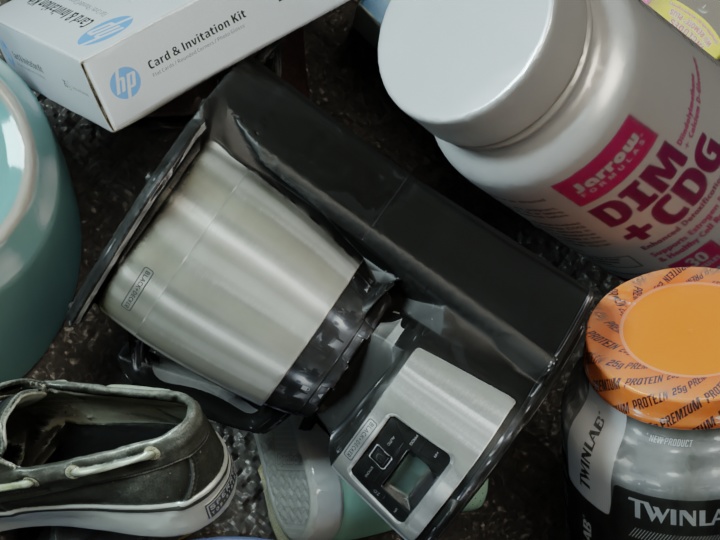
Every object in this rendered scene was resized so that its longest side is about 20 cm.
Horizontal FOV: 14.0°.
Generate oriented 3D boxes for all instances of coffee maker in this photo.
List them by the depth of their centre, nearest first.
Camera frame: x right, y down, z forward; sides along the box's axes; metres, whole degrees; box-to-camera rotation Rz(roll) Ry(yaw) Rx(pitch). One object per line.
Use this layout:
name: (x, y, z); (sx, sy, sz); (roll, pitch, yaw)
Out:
coffee maker: (0.000, 0.000, 1.324); (0.200, 0.135, 0.192); (35, 63, -2)

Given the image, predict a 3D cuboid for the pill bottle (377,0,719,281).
pill bottle: (0.102, -0.074, 1.357); (0.200, 0.113, 0.114); (30, 58, -47)

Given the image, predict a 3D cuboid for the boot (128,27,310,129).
boot: (-0.044, -0.159, 1.492); (0.199, 0.072, 0.167); (-9, 81, -18)

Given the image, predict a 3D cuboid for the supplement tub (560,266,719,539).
supplement tub: (0.155, 0.105, 1.376); (0.122, 0.201, 0.123); (-4, 38, 3)

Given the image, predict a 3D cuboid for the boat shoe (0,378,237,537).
boat shoe: (-0.154, 0.077, 1.315); (0.199, 0.064, 0.071); (-3, 47, 19)

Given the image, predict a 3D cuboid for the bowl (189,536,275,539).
bowl: (-0.044, 0.201, 1.280); (0.200, 0.039, 0.201); (8, 39, -7)

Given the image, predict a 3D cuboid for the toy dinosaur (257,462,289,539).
toy dinosaur: (0.016, 0.178, 1.401); (0.200, 0.047, 0.088); (34, 47, -2)

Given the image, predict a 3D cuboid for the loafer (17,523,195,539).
loafer: (-0.141, 0.163, 1.339); (0.072, 0.073, 0.200); (37, 65, -9)

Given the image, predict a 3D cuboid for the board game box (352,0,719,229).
board game box: (0.117, -0.143, 1.505); (0.200, 0.064, 0.148); (-43, 88, -6)

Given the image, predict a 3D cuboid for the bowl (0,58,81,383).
bowl: (-0.217, -0.036, 1.362); (0.200, 0.105, 0.202); (6, 71, -16)

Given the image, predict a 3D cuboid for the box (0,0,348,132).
box: (-0.061, -0.139, 1.364); (0.200, 0.156, 0.041); (-31, 112, -14)

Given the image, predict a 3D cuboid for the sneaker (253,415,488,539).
sneaker: (0.000, 0.035, 1.432); (0.118, 0.074, 0.201); (-3, 67, -27)
